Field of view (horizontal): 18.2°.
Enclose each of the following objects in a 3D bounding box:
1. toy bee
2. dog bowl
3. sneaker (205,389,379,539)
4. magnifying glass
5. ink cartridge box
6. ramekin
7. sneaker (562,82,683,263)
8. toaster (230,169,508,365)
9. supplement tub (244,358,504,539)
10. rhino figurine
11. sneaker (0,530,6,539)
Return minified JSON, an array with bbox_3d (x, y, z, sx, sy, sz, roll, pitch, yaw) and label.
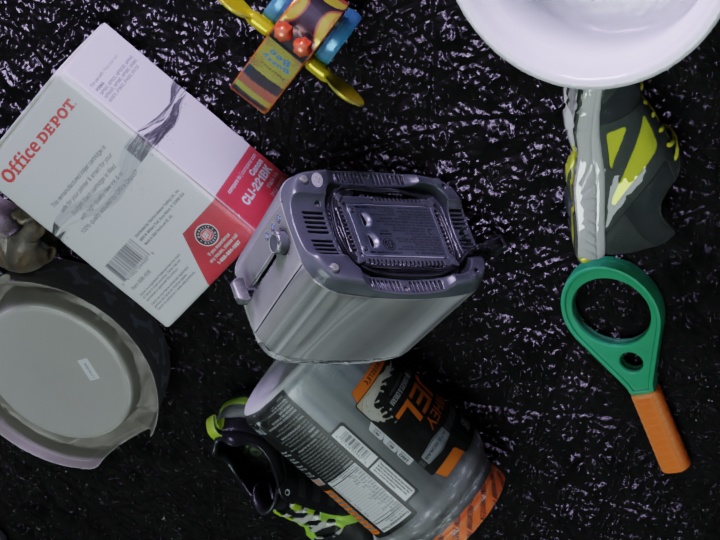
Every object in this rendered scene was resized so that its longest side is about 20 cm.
[{"bbox_3d":[-0.050,-0.179,1.641,0.131,0.109,0.200,22,130,10],"label":"toy bee"},{"bbox_3d":[-0.254,0.076,1.950,0.199,0.059,0.201,12,129,15],"label":"dog bowl"},{"bbox_3d":[-0.065,0.193,1.935,0.072,0.083,0.200,-31,108,38],"label":"sneaker"},{"bbox_3d":[0.217,0.075,1.768,0.079,0.022,0.201,-9,118,29],"label":"magnifying glass"},{"bbox_3d":[-0.180,-0.075,1.789,0.200,0.084,0.144,39,131,-9],"label":"ink cartridge box"},{"bbox_3d":[0.160,-0.228,1.489,0.200,0.098,0.201,5,108,17],"label":"ramekin"},{"bbox_3d":[0.191,-0.102,1.627,0.084,0.075,0.201,-3,121,-4],"label":"sneaker"},{"bbox_3d":[0.000,0.000,1.723,0.129,0.199,0.114,-47,54,44],"label":"toaster"},{"bbox_3d":[0.014,0.138,1.834,0.200,0.123,0.122,42,130,-10],"label":"supplement tub"},{"bbox_3d":[-0.343,-0.045,1.898,0.199,0.060,0.088,10,143,20],"label":"rhino figurine"},{"bbox_3d":[-0.378,0.294,2.126,0.200,0.116,0.075,39,130,-7],"label":"sneaker"}]
